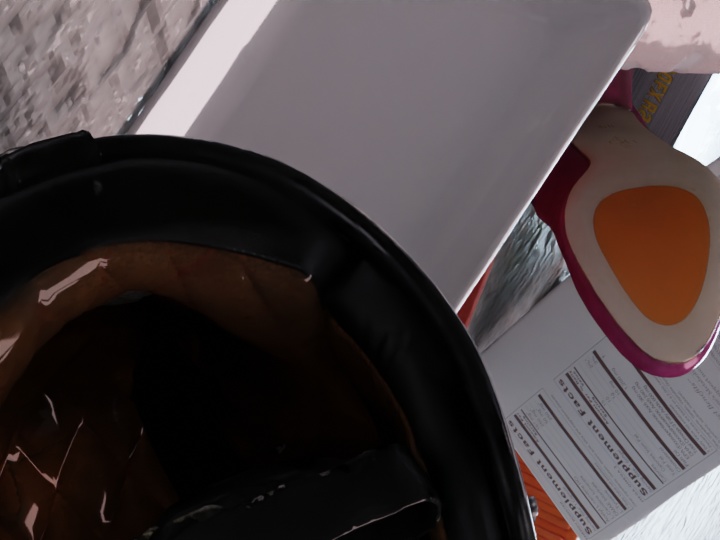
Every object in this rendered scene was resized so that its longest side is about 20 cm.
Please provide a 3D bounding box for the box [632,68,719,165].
[{"bbox_3d":[0.174,-0.112,1.280,0.159,0.048,0.200,-63,164,19],"label":"box"}]

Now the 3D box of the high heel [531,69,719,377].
[{"bbox_3d":[0.095,-0.013,1.044,0.067,0.200,0.096,-6,135,-13],"label":"high heel"}]

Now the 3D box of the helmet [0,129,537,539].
[{"bbox_3d":[-0.054,0.080,0.663,0.200,0.200,0.191,-48,167,-31],"label":"helmet"}]

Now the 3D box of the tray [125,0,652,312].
[{"bbox_3d":[-0.013,-0.024,0.776,0.200,0.107,0.022,-56,-177,-6],"label":"tray"}]

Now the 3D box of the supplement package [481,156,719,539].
[{"bbox_3d":[0.153,0.030,1.232,0.114,0.110,0.200,-31,172,-33],"label":"supplement package"}]

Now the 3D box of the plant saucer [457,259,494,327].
[{"bbox_3d":[0.000,0.000,0.981,0.200,0.037,0.200,-41,158,-47],"label":"plant saucer"}]

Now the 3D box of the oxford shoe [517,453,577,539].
[{"bbox_3d":[0.104,0.089,1.419,0.073,0.071,0.200,-43,159,-57],"label":"oxford shoe"}]

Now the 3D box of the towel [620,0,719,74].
[{"bbox_3d":[0.168,-0.157,0.915,0.199,0.032,0.192,0,111,-28],"label":"towel"}]
